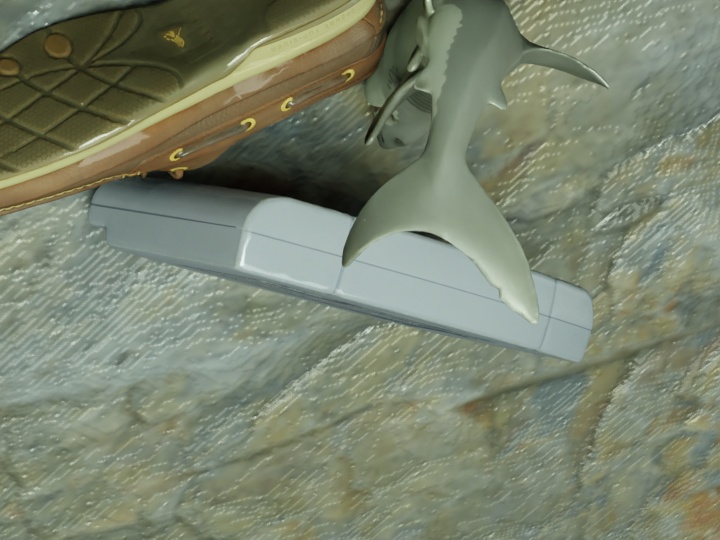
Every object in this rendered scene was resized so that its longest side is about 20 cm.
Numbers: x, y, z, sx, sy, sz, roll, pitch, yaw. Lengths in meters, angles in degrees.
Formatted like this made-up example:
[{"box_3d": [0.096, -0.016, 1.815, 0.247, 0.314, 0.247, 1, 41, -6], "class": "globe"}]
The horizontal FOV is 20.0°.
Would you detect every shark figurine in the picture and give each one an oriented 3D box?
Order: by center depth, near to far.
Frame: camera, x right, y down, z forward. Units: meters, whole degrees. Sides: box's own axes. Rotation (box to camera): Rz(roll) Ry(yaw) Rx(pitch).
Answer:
[{"box_3d": [0.053, -0.071, 0.786, 0.089, 0.215, 0.128, 18, 108, -8], "class": "shark figurine"}]

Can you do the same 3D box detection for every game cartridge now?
[{"box_3d": [0.000, 0.000, 0.873, 0.200, 0.133, 0.041, 16, 90, -40], "class": "game cartridge"}]

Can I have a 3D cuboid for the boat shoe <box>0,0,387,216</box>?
[{"box_3d": [-0.078, -0.065, 0.801, 0.200, 0.072, 0.068, -26, 138, -7], "class": "boat shoe"}]
